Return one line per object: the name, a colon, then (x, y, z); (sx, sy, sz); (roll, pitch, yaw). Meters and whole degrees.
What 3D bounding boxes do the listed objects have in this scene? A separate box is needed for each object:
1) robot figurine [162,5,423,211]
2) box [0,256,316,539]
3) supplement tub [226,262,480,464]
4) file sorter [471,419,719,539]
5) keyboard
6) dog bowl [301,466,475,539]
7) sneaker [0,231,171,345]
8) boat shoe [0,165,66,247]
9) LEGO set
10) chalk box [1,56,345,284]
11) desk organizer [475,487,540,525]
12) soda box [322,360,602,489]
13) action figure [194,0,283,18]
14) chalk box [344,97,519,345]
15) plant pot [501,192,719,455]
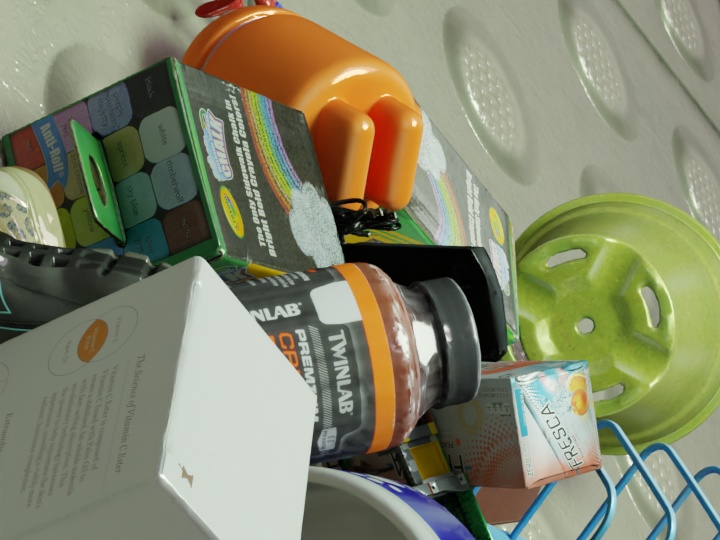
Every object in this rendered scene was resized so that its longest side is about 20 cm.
robot figurine: (-0.044, -0.101, 1.734); (0.200, 0.144, 0.117); (33, -21, 47)
box: (-0.135, 0.111, 1.277); (0.106, 0.200, 0.152); (52, 28, -31)
supplement tub: (-0.039, 0.054, 1.477); (0.107, 0.200, 0.107); (169, -90, -75)
file sorter: (0.174, 0.181, 1.679); (0.200, 0.123, 0.139); (24, 21, -30)
keyboard: (0.000, 0.000, 1.656); (0.040, 0.200, 0.104); (-41, 127, -52)
dog bowl: (-0.022, 0.204, 1.437); (0.079, 0.200, 0.200); (12, 57, -64)
sneaker: (-0.181, 0.018, 1.342); (0.075, 0.200, 0.079); (-72, 178, -78)
boat shoe: (-0.180, 0.040, 1.422); (0.063, 0.073, 0.200); (2, 62, -51)
LEGO set: (-0.019, 0.139, 1.602); (0.116, 0.154, 0.200); (-13, 81, -36)
chalk box: (-0.116, -0.035, 1.562); (0.200, 0.124, 0.125); (18, 54, -60)
desk organizer: (0.070, 0.124, 1.829); (0.077, 0.072, 0.200); (-68, 160, 5)
soda box: (0.055, 0.092, 1.644); (0.063, 0.200, 0.069); (-11, 95, -37)
action figure: (-0.052, -0.127, 1.885); (0.200, 0.052, 0.066); (55, 30, -38)
chalk box: (0.027, -0.004, 1.848); (0.200, 0.124, 0.125); (50, 27, -37)
plant pot: (0.174, 0.040, 1.990); (0.184, 0.200, 0.201); (2, 67, -77)
